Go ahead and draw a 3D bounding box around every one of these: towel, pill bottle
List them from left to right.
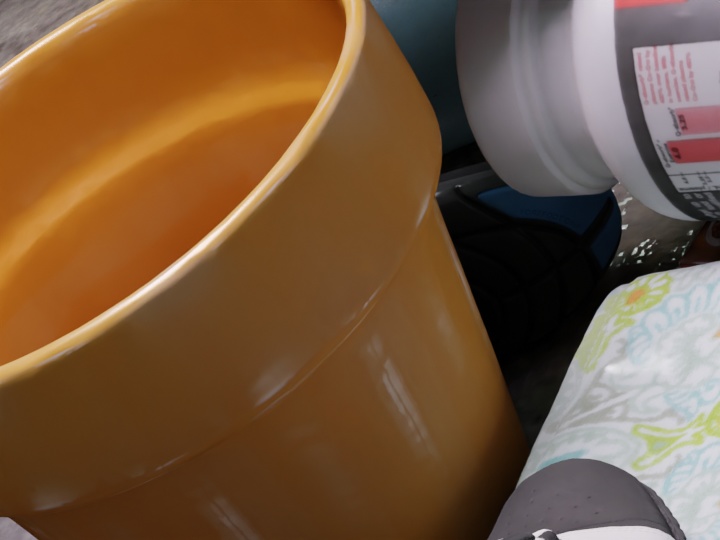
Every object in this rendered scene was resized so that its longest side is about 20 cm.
[{"bbox_3d":[0.137,-0.074,0.900,0.199,0.116,0.116,-3,41,33],"label":"pill bottle"},{"bbox_3d":[0.132,0.055,0.837,0.199,0.048,0.172,-9,39,39],"label":"towel"}]

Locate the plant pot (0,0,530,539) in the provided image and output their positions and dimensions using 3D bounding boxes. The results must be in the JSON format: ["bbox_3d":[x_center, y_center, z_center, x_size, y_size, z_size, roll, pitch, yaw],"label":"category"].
[{"bbox_3d":[-0.039,0.032,0.910,0.199,0.184,0.201,-26,30,17],"label":"plant pot"}]

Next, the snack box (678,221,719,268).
[{"bbox_3d":[0.185,-0.064,0.981,0.072,0.024,0.200,1,45,45],"label":"snack box"}]

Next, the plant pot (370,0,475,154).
[{"bbox_3d":[0.012,-0.135,1.105,0.160,0.201,0.201,-11,35,18],"label":"plant pot"}]

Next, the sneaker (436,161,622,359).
[{"bbox_3d":[0.000,0.000,1.032,0.199,0.073,0.082,-23,29,20],"label":"sneaker"}]

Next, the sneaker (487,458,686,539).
[{"bbox_3d":[0.032,0.098,0.742,0.074,0.088,0.200,-38,18,28],"label":"sneaker"}]
